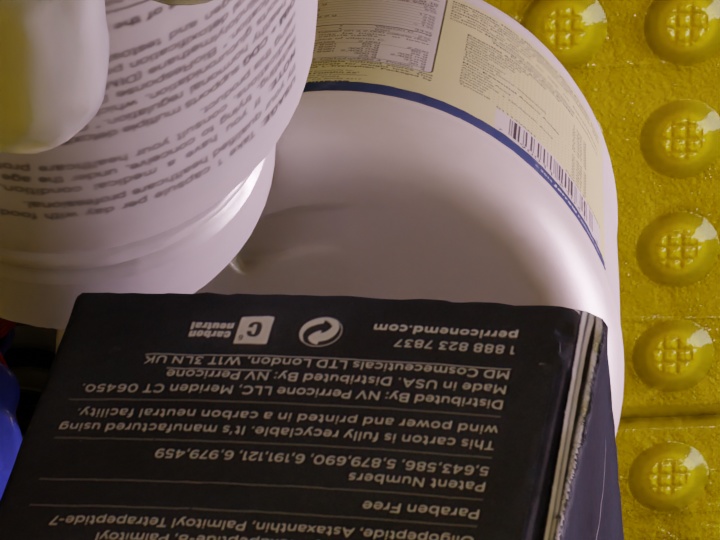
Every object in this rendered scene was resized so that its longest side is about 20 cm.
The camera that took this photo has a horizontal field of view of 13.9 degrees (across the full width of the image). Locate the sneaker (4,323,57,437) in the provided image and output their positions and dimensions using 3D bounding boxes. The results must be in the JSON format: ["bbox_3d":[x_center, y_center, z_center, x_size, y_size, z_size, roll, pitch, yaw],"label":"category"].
[{"bbox_3d":[-0.096,0.003,0.868,0.099,0.070,0.201,-86,172,-78],"label":"sneaker"}]

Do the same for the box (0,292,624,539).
[{"bbox_3d":[-0.012,0.143,0.618,0.197,0.123,0.201,-76,163,-48],"label":"box"}]

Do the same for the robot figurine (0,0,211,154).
[{"bbox_3d":[-0.052,-0.113,0.340,0.170,0.112,0.201,-52,151,-47],"label":"robot figurine"}]

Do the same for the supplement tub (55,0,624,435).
[{"bbox_3d":[0.000,0.000,0.815,0.200,0.144,0.146,-77,167,-72],"label":"supplement tub"}]

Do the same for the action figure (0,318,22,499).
[{"bbox_3d":[-0.099,0.042,0.740,0.066,0.051,0.201,101,-15,-55],"label":"action figure"}]

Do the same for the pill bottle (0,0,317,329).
[{"bbox_3d":[-0.064,-0.074,0.613,0.200,0.113,0.114,93,-6,-61],"label":"pill bottle"}]
